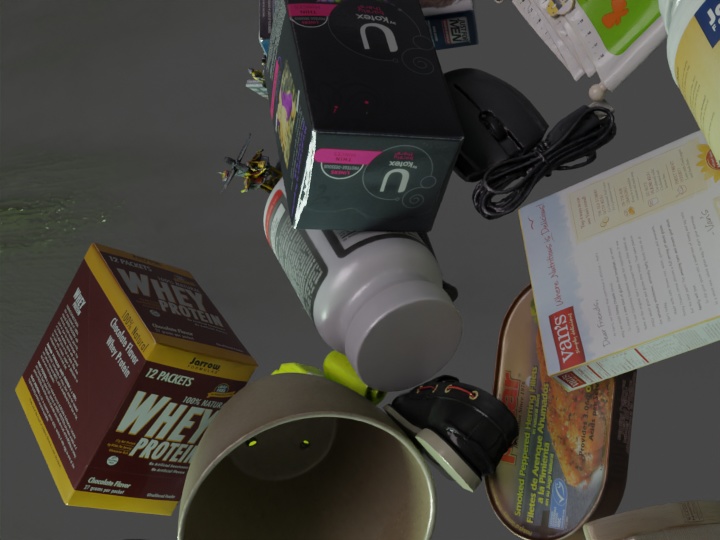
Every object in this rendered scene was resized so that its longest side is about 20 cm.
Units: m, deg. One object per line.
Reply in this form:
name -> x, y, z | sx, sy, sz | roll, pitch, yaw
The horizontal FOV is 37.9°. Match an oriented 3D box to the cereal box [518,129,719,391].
cereal box -> 0.212, -0.015, 0.728 | 0.198, 0.039, 0.146 | -23, 53, 28

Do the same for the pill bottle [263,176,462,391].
pill bottle -> 0.000, 0.000, 0.886 | 0.116, 0.115, 0.201 | -52, 42, 19

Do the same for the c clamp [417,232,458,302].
c clamp -> 0.037, -0.018, 0.956 | 0.170, 0.027, 0.202 | -36, 53, 33

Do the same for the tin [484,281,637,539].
tin -> 0.150, 0.102, 0.789 | 0.111, 0.042, 0.203 | -1, 75, 42

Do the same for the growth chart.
growth chart -> 0.182, -0.235, 0.840 | 0.145, 0.018, 0.201 | -54, 51, 26

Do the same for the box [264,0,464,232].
box -> -0.005, -0.140, 0.854 | 0.107, 0.120, 0.202 | 108, 156, -47

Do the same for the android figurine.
android figurine -> -0.041, 0.164, 0.964 | 0.199, 0.041, 0.184 | 26, 97, 44

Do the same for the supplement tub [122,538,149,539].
supplement tub -> -0.221, 0.376, 1.031 | 0.106, 0.106, 0.203 | 10, 84, 47

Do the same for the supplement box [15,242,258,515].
supplement box -> -0.246, 0.116, 1.128 | 0.202, 0.132, 0.197 | -59, 44, 14

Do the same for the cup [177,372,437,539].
cup -> -0.054, 0.162, 0.841 | 0.202, 0.199, 0.144 | -57, 26, 14

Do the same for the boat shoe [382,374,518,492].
boat shoe -> 0.068, 0.120, 0.812 | 0.063, 0.074, 0.201 | -46, 6, -10

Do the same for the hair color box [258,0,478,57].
hair color box -> 0.007, -0.253, 0.975 | 0.197, 0.061, 0.102 | -6, 69, 9

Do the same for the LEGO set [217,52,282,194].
LEGO set -> -0.056, -0.148, 1.021 | 0.153, 0.115, 0.202 | 24, 88, 50

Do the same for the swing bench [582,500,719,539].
swing bench -> 0.169, 0.271, 0.643 | 0.199, 0.129, 0.201 | -37, 52, 31

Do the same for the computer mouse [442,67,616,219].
computer mouse -> 0.104, -0.127, 0.874 | 0.138, 0.053, 0.200 | -35, 36, -11

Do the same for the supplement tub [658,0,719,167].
supplement tub -> 0.270, -0.116, 0.624 | 0.144, 0.143, 0.202 | -38, 50, 31
